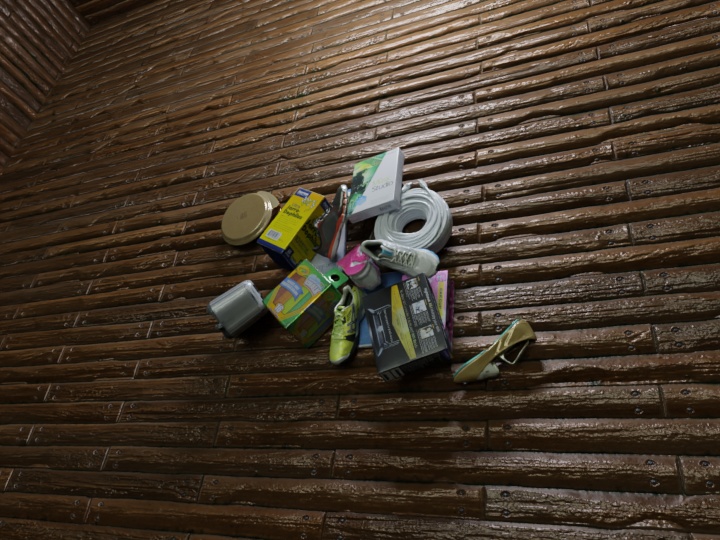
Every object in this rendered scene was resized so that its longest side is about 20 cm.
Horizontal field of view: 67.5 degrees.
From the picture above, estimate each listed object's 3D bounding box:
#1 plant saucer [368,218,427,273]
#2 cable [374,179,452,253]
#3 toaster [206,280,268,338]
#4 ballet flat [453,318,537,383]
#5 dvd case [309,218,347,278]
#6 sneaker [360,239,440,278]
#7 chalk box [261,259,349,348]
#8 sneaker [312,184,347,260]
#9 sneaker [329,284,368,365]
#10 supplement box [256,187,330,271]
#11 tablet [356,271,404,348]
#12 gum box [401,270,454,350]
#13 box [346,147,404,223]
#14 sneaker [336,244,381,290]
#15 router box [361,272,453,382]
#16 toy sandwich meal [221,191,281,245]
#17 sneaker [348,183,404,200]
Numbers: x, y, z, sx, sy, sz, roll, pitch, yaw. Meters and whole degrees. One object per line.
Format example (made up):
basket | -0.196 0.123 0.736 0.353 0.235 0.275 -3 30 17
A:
plant saucer | 0.103 -0.082 1.410 0.199 0.032 0.202 -12 55 18
cable | 0.131 -0.114 1.354 0.200 0.069 0.200 -38 51 -1
toaster | -0.315 0.098 1.399 0.129 0.200 0.114 -36 91 -7
ballet flat | 0.283 0.182 1.120 0.200 0.069 0.063 -40 64 -2
dvd case | -0.107 -0.059 1.505 0.141 0.018 0.201 -11 55 19
sneaker | 0.086 -0.028 1.243 0.199 0.086 0.076 14 90 30
chalk box | -0.120 0.069 1.355 0.200 0.124 0.124 -45 51 -8
sneaker | -0.083 -0.131 1.420 0.081 0.077 0.202 14 97 -1
sneaker | -0.042 0.128 1.298 0.075 0.076 0.201 -7 56 37
supplement box | -0.169 -0.110 1.486 0.109 0.109 0.201 23 70 36
tablet | 0.053 0.093 1.319 0.129 0.014 0.201 -10 53 28
gum box | 0.151 0.096 1.239 0.113 0.066 0.201 -7 56 23
box | 0.041 -0.226 1.423 0.143 0.036 0.201 -16 46 28
sneaker | 0.000 0.000 1.360 0.081 0.088 0.200 -39 19 5
router box | 0.097 0.120 1.171 0.156 0.052 0.201 -22 51 13
toy sandwich meal | -0.337 -0.155 1.656 0.204 0.070 0.207 -13 58 21
sneaker | 0.035 -0.217 1.509 0.199 0.077 0.111 6 49 42
